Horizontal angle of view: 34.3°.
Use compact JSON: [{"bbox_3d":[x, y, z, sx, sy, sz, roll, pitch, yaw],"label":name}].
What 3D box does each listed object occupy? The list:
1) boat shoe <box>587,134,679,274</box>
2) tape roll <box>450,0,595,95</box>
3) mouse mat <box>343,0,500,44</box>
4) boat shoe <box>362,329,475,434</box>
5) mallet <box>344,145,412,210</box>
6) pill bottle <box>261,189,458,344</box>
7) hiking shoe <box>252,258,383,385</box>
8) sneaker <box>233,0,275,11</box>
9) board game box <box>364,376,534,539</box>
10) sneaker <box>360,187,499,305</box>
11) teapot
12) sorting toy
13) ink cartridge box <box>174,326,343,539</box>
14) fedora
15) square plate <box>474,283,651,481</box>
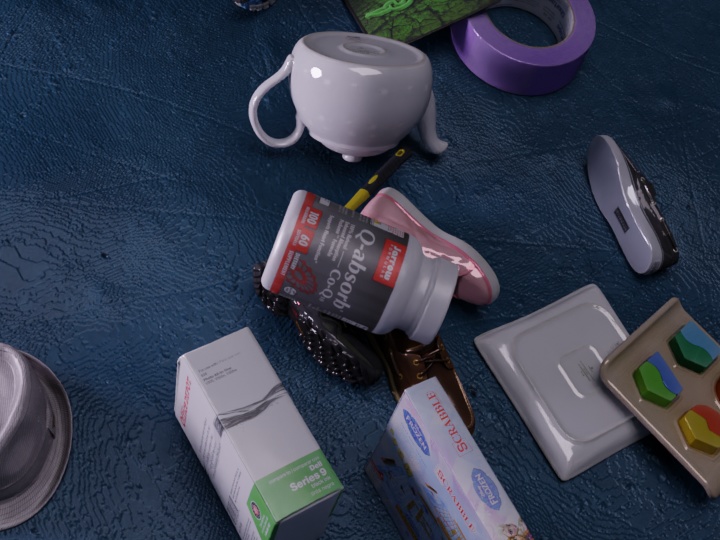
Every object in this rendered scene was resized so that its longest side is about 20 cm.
[{"bbox_3d":[0.362,-0.090,1.530,0.065,0.070,0.202,-7,61,-26],"label":"boat shoe"},{"bbox_3d":[0.230,-0.348,1.656,0.197,0.066,0.203,6,59,-10],"label":"tape roll"},{"bbox_3d":[0.082,-0.389,1.631,0.198,0.008,0.162,-25,56,-6],"label":"mouse mat"},{"bbox_3d":[0.067,0.107,1.337,0.071,0.068,0.201,-22,67,-25],"label":"boat shoe"},{"bbox_3d":[0.008,-0.085,1.398,0.065,0.042,0.200,27,55,36],"label":"mallet"},{"bbox_3d":[0.000,0.000,1.278,0.197,0.116,0.117,22,56,-4],"label":"pill bottle"},{"bbox_3d":[-0.032,0.042,1.348,0.100,0.076,0.200,-37,72,-26],"label":"hiking shoe"},{"bbox_3d":[-0.138,-0.436,1.627,0.086,0.076,0.201,23,51,14],"label":"sneaker"},{"bbox_3d":[0.086,0.240,1.181,0.041,0.200,0.202,-21,66,-24],"label":"board game box"},{"bbox_3d":[0.066,-0.006,1.403,0.200,0.076,0.104,40,59,17],"label":"sneaker"},{"bbox_3d":[-0.008,-0.210,1.474,0.198,0.148,0.197,22,27,25],"label":"teapot"},{"bbox_3d":[0.400,0.143,1.389,0.184,0.037,0.201,-32,77,-37],"label":"sorting toy"},{"bbox_3d":[-0.110,0.182,1.201,0.083,0.147,0.201,-23,67,-24],"label":"ink cartridge box"},{"bbox_3d":[-0.383,0.154,1.186,0.174,0.091,0.203,9,58,-8],"label":"fedora"},{"bbox_3d":[0.266,0.124,1.398,0.196,0.029,0.201,-22,67,-24],"label":"square plate"}]
